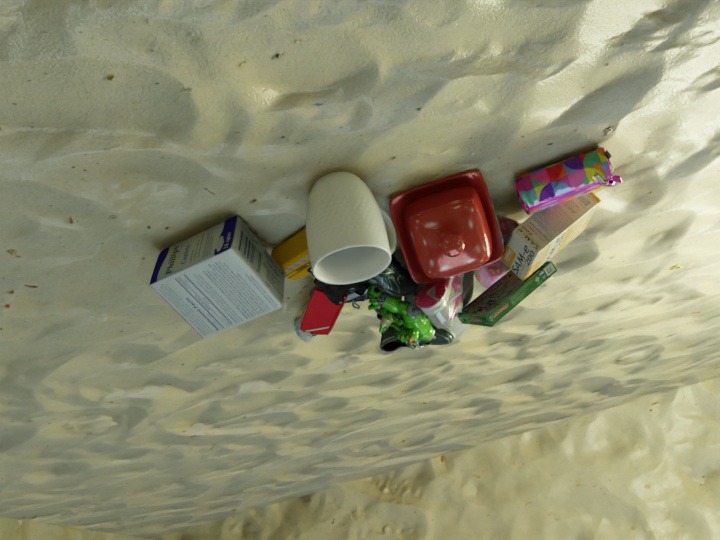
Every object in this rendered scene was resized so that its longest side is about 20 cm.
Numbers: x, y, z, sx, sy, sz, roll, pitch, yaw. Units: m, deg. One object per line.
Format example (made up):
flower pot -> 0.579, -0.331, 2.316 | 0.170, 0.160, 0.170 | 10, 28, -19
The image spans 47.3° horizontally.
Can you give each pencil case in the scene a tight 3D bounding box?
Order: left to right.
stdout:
pencil case -> 0.316, -0.038, 1.867 | 0.087, 0.088, 0.200 | -6, 153, -11
pencil case -> 0.407, -0.177, 1.630 | 0.199, 0.089, 0.088 | -19, 152, 16

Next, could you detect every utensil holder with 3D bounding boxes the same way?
utensil holder -> 0.178, 0.051, 1.888 | 0.168, 0.171, 0.200 | -12, 151, 0

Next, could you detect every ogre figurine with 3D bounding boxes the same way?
ogre figurine -> 0.091, 0.097, 1.760 | 0.119, 0.098, 0.201 | 20, 142, 31

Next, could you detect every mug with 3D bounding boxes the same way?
mug -> -0.011, -0.082, 1.540 | 0.199, 0.177, 0.147 | 11, 146, -39

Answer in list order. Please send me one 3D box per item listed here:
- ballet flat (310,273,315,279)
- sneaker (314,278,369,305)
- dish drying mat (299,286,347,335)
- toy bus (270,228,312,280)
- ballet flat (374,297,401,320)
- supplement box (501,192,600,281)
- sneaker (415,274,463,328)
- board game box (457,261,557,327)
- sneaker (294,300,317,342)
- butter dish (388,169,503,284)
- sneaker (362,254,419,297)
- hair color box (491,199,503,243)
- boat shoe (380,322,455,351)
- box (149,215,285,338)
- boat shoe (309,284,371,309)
ballet flat -> -0.018, 0.002, 1.831 | 0.198, 0.070, 0.070 | -8, 153, -14
sneaker -> 0.000, 0.000, 1.745 | 0.199, 0.091, 0.076 | -34, 180, -14
dish drying mat -> -0.087, 0.097, 1.882 | 0.076, 0.018, 0.200 | 14, 149, -8
toy bus -> -0.088, -0.052, 1.691 | 0.199, 0.066, 0.078 | -30, 146, 33
ballet flat -> 0.059, 0.062, 1.864 | 0.072, 0.068, 0.200 | -4, 152, -2
supplement box -> 0.396, -0.083, 1.718 | 0.199, 0.074, 0.126 | -37, 161, -19
sneaker -> 0.175, 0.052, 1.718 | 0.081, 0.200, 0.089 | -11, 117, 30
board game box -> 0.314, 0.049, 1.779 | 0.199, 0.029, 0.134 | -38, -168, -17
sneaker -> -0.120, 0.139, 2.040 | 0.071, 0.073, 0.200 | -6, 154, -15
butter dish -> 0.172, -0.066, 1.593 | 0.198, 0.148, 0.201 | -17, 108, 6
sneaker -> 0.049, -0.004, 1.673 | 0.199, 0.076, 0.080 | 16, 122, -33
hair color box -> 0.192, -0.072, 1.726 | 0.198, 0.100, 0.061 | -14, 155, 5
boat shoe -> 0.126, 0.160, 1.872 | 0.199, 0.062, 0.073 | -1, 142, 40
box -> -0.280, 0.017, 1.643 | 0.199, 0.105, 0.184 | -22, 129, 19
boat shoe -> -0.017, 0.048, 1.903 | 0.198, 0.074, 0.068 | -19, 139, -6
